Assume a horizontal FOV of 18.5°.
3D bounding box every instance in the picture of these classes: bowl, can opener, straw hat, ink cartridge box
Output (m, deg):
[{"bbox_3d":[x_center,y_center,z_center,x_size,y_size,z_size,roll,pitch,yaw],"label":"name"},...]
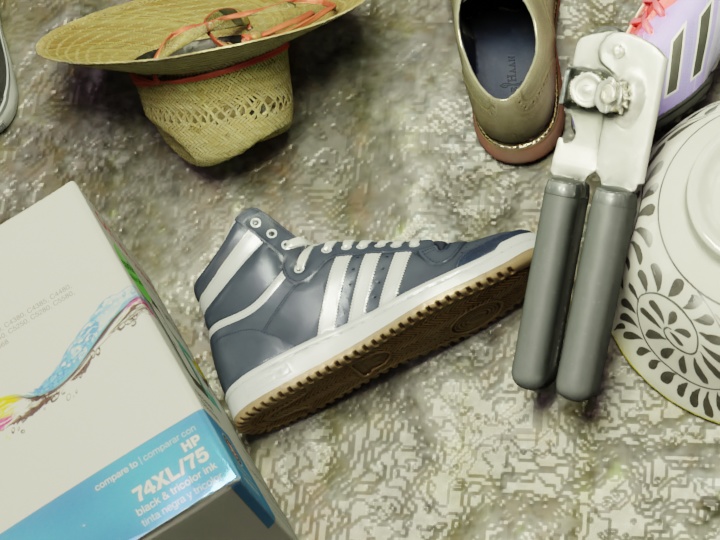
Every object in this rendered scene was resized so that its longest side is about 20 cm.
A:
[{"bbox_3d":[0.220,-0.023,1.178,0.199,0.094,0.202,-5,66,12],"label":"bowl"},{"bbox_3d":[0.127,-0.031,1.183,0.052,0.066,0.202,12,92,24],"label":"can opener"},{"bbox_3d":[-0.085,-0.107,1.283,0.199,0.201,0.086,-8,109,9],"label":"straw hat"},{"bbox_3d":[-0.151,0.090,1.185,0.145,0.147,0.201,-32,65,-1],"label":"ink cartridge box"}]

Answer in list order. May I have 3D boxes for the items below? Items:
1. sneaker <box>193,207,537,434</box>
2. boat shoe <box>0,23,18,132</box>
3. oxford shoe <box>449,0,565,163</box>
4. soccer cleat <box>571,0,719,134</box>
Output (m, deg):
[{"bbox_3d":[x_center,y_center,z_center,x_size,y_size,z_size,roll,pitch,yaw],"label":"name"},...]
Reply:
[{"bbox_3d":[0.000,0.000,1.231,0.199,0.070,0.109,-27,66,4],"label":"sneaker"},{"bbox_3d":[-0.264,-0.176,1.366,0.069,0.066,0.201,-18,65,4],"label":"boat shoe"},{"bbox_3d":[0.082,-0.166,1.280,0.070,0.074,0.201,-14,65,7],"label":"oxford shoe"},{"bbox_3d":[0.187,-0.152,1.242,0.200,0.073,0.068,-41,41,-8],"label":"soccer cleat"}]
